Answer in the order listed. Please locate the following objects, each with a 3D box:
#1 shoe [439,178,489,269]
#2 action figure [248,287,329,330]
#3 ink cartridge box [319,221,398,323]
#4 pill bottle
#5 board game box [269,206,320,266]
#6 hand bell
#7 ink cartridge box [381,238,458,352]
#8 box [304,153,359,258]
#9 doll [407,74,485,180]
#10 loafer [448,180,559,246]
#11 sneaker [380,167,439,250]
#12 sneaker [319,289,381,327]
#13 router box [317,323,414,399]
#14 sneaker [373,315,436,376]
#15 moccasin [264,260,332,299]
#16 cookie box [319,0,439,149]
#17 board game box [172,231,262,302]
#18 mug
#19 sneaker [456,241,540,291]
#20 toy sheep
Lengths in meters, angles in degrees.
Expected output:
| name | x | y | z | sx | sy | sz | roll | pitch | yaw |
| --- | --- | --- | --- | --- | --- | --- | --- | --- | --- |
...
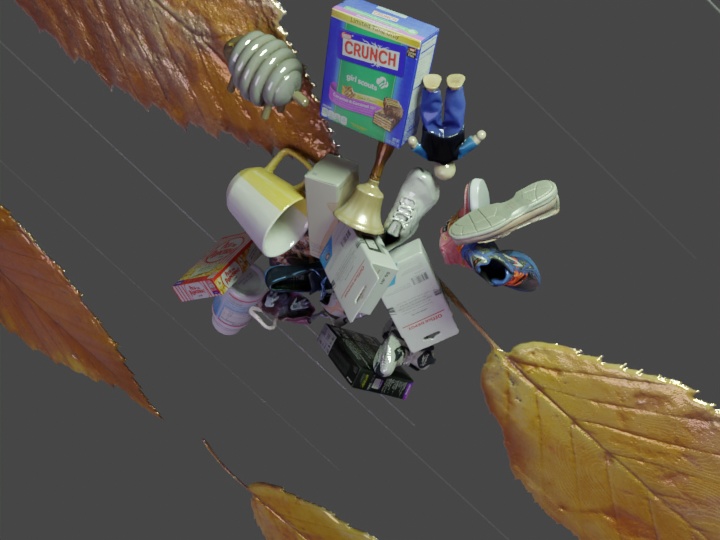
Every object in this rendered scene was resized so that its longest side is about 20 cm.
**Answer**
| name | x | y | z | sx | sy | sz | roll | pitch | yaw |
| --- | --- | --- | --- | --- | --- | --- | --- | --- | --- |
| shoe | 0.190 | -0.083 | 1.445 | 0.090 | 0.072 | 0.202 | 8 | 135 | 23 |
| action figure | -0.160 | 0.096 | 1.801 | 0.134 | 0.149 | 0.200 | 47 | 171 | 5 |
| ink cartridge box | 0.000 | 0.000 | 1.483 | 0.066 | 0.201 | 0.116 | 13 | 122 | -33 |
| pill bottle | -0.302 | 0.074 | 1.914 | 0.108 | 0.109 | 0.200 | 37 | 139 | 2 |
| board game box | -0.139 | -0.068 | 1.726 | 0.134 | 0.035 | 0.202 | 23 | 136 | 18 |
| hand bell | 0.030 | -0.180 | 1.450 | 0.103 | 0.104 | 0.202 | 26 | 108 | 14 |
| ink cartridge box | 0.110 | 0.053 | 1.581 | 0.115 | 0.067 | 0.201 | -24 | 115 | 9 |
| box | -0.054 | -0.122 | 1.574 | 0.077 | 0.095 | 0.202 | 20 | 137 | 22 |
| doll | 0.149 | -0.239 | 1.349 | 0.134 | 0.049 | 0.202 | 0 | 134 | 5 |
| loafer | 0.252 | -0.084 | 1.345 | 0.198 | 0.072 | 0.063 | -26 | 126 | 6 |
| sneaker | 0.090 | -0.109 | 1.485 | 0.074 | 0.087 | 0.201 | 31 | 137 | 9 |
| sneaker | -0.022 | 0.065 | 1.731 | 0.080 | 0.074 | 0.199 | 50 | 137 | -9 |
| router box | 0.009 | 0.198 | 1.709 | 0.148 | 0.200 | 0.052 | 19 | 105 | -32 |
| sneaker | 0.104 | 0.178 | 1.659 | 0.129 | 0.200 | 0.080 | 29 | 112 | -5 |
| moccasin | -0.107 | 0.027 | 1.693 | 0.197 | 0.068 | 0.081 | -8 | 120 | -5 |
| cookie box | 0.027 | -0.336 | 1.332 | 0.170 | 0.075 | 0.202 | 25 | 132 | 17 |
| board game box | -0.313 | -0.013 | 1.777 | 0.150 | 0.200 | 0.047 | -10 | 120 | 40 |
| mug | -0.182 | -0.144 | 1.605 | 0.153 | 0.186 | 0.150 | 40 | 158 | 20 |
| sneaker | 0.256 | 0.002 | 1.417 | 0.198 | 0.079 | 0.075 | 21 | 124 | -32 |
| toy sheep | -0.171 | -0.358 | 1.425 | 0.199 | 0.138 | 0.138 | 36 | 139 | 9 |
